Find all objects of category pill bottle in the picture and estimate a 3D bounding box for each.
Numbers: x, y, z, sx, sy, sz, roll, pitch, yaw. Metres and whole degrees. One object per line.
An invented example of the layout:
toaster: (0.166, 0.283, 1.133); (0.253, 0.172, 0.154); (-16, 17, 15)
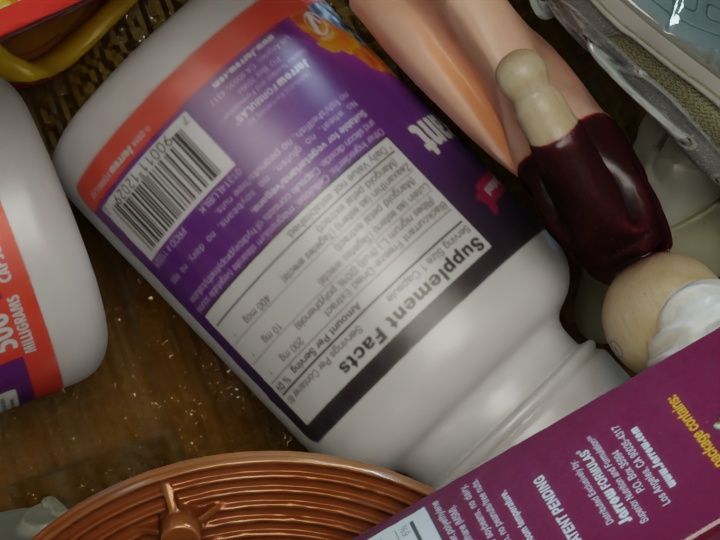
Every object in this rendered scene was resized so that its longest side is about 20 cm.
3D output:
pill bottle: (-0.192, 0.016, 0.876); (0.200, 0.112, 0.113); (-22, 82, -10)
pill bottle: (0.000, 0.000, 0.900); (0.111, 0.111, 0.200); (-43, 86, -12)

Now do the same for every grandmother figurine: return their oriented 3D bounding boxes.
grandmother figurine: (0.065, -0.037, 0.859); (0.061, 0.121, 0.200); (-38, 71, 17)

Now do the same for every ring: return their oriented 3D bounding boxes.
ring: (-0.031, 0.146, 0.853); (0.200, 0.019, 0.201); (-2, 119, -4)

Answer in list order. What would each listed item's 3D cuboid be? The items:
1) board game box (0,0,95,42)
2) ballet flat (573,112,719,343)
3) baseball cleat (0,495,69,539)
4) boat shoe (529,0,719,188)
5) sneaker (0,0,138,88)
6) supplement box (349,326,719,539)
board game box: (-0.069, -0.114, 0.811); (0.200, 0.151, 0.046); (-26, 98, -17)
ballet flat: (0.138, -0.051, 0.908); (0.200, 0.069, 0.069); (-37, 84, 20)
baseball cleat: (-0.069, 0.128, 0.889); (0.200, 0.070, 0.107); (-3, 118, 16)
boat shoe: (0.107, -0.070, 0.842); (0.202, 0.065, 0.074); (40, 51, -9)
sneaker: (-0.070, -0.140, 0.932); (0.073, 0.077, 0.200); (39, 81, -26)
supplement box: (0.080, 0.110, 0.790); (0.200, 0.086, 0.110); (-30, 120, 0)
